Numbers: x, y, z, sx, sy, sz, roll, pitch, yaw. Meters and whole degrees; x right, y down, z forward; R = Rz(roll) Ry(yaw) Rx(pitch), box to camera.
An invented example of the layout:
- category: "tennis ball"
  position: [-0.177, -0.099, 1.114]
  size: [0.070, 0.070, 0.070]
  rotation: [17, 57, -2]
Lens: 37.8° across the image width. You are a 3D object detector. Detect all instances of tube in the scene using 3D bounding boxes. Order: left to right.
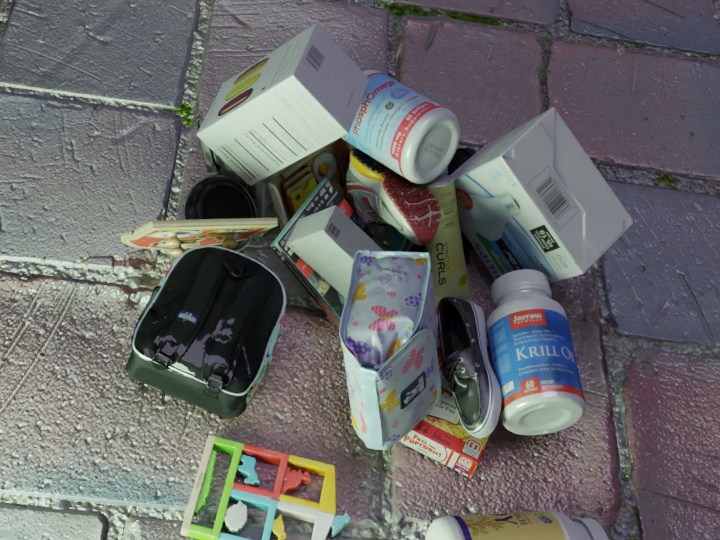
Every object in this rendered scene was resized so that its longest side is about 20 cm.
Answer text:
- category: "tube"
  position: [0.120, -0.034, 1.498]
  size: [0.057, 0.203, 0.052]
  rotation: [-2, 23, 13]

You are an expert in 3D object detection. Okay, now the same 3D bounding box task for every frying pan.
- category: "frying pan"
  position: [-0.217, -0.114, 1.505]
  size: [0.191, 0.114, 0.031]
  rotation: [60, 24, -5]

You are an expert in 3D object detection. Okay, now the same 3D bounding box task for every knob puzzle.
- category: "knob puzzle"
  position: [-0.228, -0.038, 1.427]
  size: [0.217, 0.219, 0.031]
  rotation: [-5, 85, -15]

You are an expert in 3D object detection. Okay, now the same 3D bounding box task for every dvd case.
- category: "dvd case"
  position: [-0.025, -0.008, 1.468]
  size: [0.200, 0.022, 0.147]
  rotation: [50, 52, -19]

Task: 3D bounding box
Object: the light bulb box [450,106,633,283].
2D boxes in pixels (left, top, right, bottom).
- category: "light bulb box"
  position: [0.238, -0.090, 1.480]
  size: [0.125, 0.200, 0.199]
  rotation: [-39, 97, -25]

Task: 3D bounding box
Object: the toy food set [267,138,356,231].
- category: "toy food set"
  position: [-0.044, -0.108, 1.526]
  size: [0.060, 0.145, 0.200]
  rotation: [16, 44, 40]

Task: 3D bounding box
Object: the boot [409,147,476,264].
- category: "boot"
  position: [0.128, -0.096, 1.606]
  size: [0.160, 0.074, 0.200]
  rotation: [-12, 61, -20]

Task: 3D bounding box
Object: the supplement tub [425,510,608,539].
- category: "supplement tub"
  position: [0.184, 0.359, 1.235]
  size: [0.197, 0.146, 0.147]
  rotation: [0, 54, -12]

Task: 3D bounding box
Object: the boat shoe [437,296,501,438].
- category: "boat shoe"
  position: [0.133, 0.120, 1.372]
  size: [0.066, 0.070, 0.202]
  rotation: [23, 50, -33]

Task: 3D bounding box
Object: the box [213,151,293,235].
- category: "box"
  position: [-0.115, -0.166, 1.576]
  size: [0.101, 0.113, 0.200]
  rotation: [35, 55, 21]

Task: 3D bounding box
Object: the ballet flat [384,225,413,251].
- category: "ballet flat"
  position: [0.066, -0.118, 1.527]
  size: [0.072, 0.068, 0.203]
  rotation: [2, 67, -37]

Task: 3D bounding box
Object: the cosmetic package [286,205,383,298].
- category: "cosmetic package"
  position: [0.000, 0.000, 1.420]
  size: [0.200, 0.082, 0.051]
  rotation: [43, 52, -26]

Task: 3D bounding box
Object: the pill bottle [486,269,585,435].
- category: "pill bottle"
  position: [0.226, 0.105, 1.394]
  size: [0.111, 0.113, 0.202]
  rotation: [0, 57, -12]

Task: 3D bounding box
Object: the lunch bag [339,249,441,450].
- category: "lunch bag"
  position: [0.039, 0.103, 1.319]
  size: [0.125, 0.171, 0.201]
  rotation: [4, 45, 12]

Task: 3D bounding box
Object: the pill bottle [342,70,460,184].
- category: "pill bottle"
  position: [0.034, -0.209, 1.455]
  size: [0.108, 0.110, 0.199]
  rotation: [-34, 52, -30]

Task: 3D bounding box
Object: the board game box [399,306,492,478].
- category: "board game box"
  position: [0.121, 0.159, 1.431]
  size: [0.150, 0.047, 0.201]
  rotation: [25, 53, 7]

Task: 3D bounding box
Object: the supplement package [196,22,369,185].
- category: "supplement package"
  position: [-0.105, -0.218, 1.405]
  size: [0.109, 0.199, 0.115]
  rotation: [43, 45, -27]

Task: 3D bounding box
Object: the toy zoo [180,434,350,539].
- category: "toy zoo"
  position: [-0.110, 0.288, 1.303]
  size: [0.197, 0.021, 0.132]
  rotation: [14, 52, -2]

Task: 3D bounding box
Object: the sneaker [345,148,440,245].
- category: "sneaker"
  position: [0.043, -0.090, 1.452]
  size: [0.077, 0.083, 0.200]
  rotation: [-1, 33, -32]

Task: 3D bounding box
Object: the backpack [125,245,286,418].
- category: "backpack"
  position: [-0.191, 0.076, 1.359]
  size: [0.176, 0.151, 0.202]
  rotation: [22, 60, -2]
